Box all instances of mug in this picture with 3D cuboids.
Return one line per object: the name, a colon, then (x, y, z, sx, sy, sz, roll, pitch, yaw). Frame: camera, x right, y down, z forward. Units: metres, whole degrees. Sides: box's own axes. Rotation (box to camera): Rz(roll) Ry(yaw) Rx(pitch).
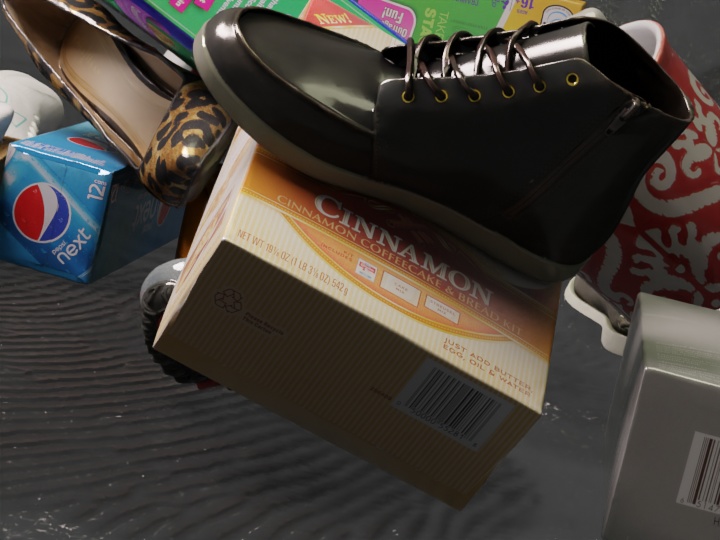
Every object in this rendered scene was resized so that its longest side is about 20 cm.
mug: (0.190, -0.039, 1.213, 0.200, 0.178, 0.133, 44, -43, -17)

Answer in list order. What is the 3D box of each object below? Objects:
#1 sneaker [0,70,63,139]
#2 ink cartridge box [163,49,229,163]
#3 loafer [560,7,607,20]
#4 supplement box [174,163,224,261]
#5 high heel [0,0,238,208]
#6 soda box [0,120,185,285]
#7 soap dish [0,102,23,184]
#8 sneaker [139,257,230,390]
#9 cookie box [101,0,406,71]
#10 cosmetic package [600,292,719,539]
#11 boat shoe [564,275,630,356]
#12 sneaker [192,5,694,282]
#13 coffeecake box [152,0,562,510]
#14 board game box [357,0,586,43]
sneaker: (-0.241, -0.079, 1.365, 0.080, 0.071, 0.200, 26, 20, 16)
ink cartridge box: (-0.033, -0.082, 1.353, 0.200, 0.083, 0.147, 38, 4, -14)
loafer: (0.070, -0.076, 1.105, 0.070, 0.070, 0.200, 17, -23, -29)
supplement box: (0.000, 0.000, 1.191, 0.199, 0.074, 0.126, 11, 11, -10)
high heel: (-0.139, -0.100, 1.151, 0.142, 0.072, 0.200, 31, 9, -13)
soda box: (-0.154, -0.045, 1.256, 0.064, 0.068, 0.200, 15, 11, 8)
soap dish: (-0.296, -0.067, 1.164, 0.199, 0.081, 0.157, 12, 10, -1)
sneaker: (-0.034, 0.006, 1.021, 0.079, 0.096, 0.200, -26, -23, 35)
cookie box: (-0.059, -0.135, 1.161, 0.200, 0.075, 0.171, 37, -2, 1)
cosmetic package: (0.170, 0.074, 0.987, 0.106, 0.090, 0.200, 14, 8, 6)
boat shoe: (0.180, 0.012, 1.379, 0.072, 0.060, 0.202, 12, 11, -6)
sneaker: (0.036, -0.082, 0.893, 0.200, 0.106, 0.075, 25, 38, -16)
coffeecake box: (0.010, -0.014, 0.951, 0.153, 0.073, 0.200, 28, 37, -10)
board game box: (0.059, -0.104, 1.458, 0.153, 0.201, 0.040, 13, 11, 5)
